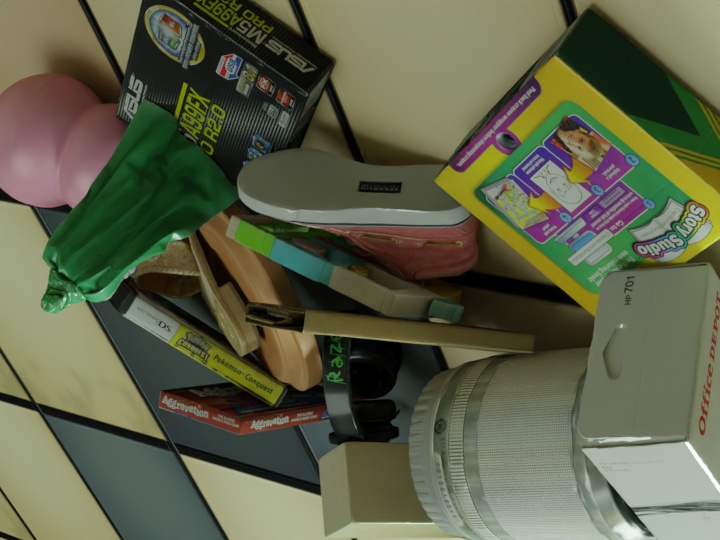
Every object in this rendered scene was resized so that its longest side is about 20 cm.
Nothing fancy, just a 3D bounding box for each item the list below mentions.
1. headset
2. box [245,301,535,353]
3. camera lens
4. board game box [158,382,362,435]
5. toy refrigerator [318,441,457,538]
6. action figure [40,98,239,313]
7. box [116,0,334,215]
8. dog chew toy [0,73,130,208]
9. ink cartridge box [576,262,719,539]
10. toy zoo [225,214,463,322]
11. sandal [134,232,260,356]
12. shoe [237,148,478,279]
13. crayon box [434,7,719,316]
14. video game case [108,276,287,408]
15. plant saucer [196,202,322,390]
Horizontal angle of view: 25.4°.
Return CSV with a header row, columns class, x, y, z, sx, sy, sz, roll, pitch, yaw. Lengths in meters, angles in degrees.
class,x,y,z,sx,sy,sz,roll,pitch,yaw
headset,-0.009,0.117,1.497,0.094,0.124,0.200,-6,150,16
box,0.021,0.048,1.327,0.199,0.021,0.163,7,179,-20
camera lens,0.161,0.146,1.313,0.200,0.160,0.160,-8,127,38
board game box,-0.093,0.129,1.562,0.103,0.200,0.020,13,98,33
toy refrigerator,0.065,0.205,1.477,0.199,0.076,0.070,4,158,-25
action figure,-0.203,-0.037,1.342,0.118,0.200,0.055,43,149,-6
box,-0.119,-0.151,1.345,0.160,0.044,0.200,35,148,3
dog chew toy,-0.243,-0.103,1.464,0.199,0.125,0.125,21,145,13
ink cartridge box,0.242,0.109,1.167,0.086,0.147,0.200,-5,146,30
toy zoo,0.000,0.000,1.348,0.200,0.131,0.021,26,103,24
sandal,-0.174,0.002,1.486,0.212,0.069,0.078,54,161,26
shoe,0.000,-0.041,1.310,0.199,0.072,0.091,5,140,12
crayon box,0.170,-0.069,1.151,0.172,0.058,0.200,39,148,-4
video game case,-0.173,0.057,1.558,0.180,0.026,0.200,34,179,-21
plant saucer,-0.099,0.024,1.476,0.201,0.032,0.200,55,163,25
